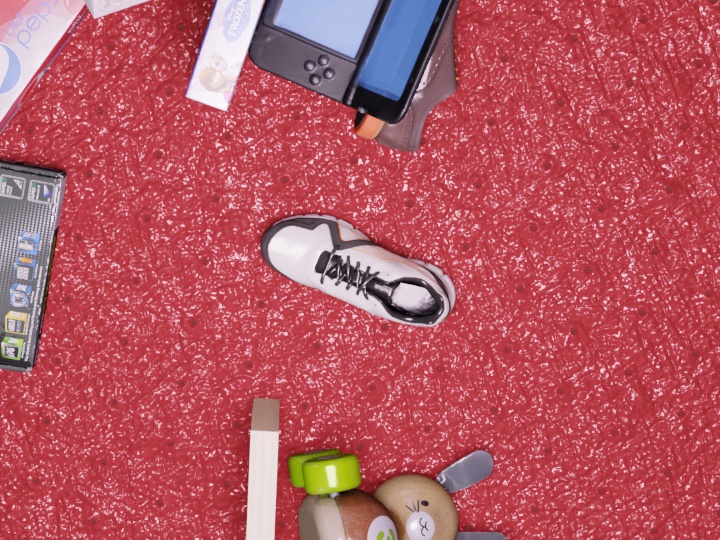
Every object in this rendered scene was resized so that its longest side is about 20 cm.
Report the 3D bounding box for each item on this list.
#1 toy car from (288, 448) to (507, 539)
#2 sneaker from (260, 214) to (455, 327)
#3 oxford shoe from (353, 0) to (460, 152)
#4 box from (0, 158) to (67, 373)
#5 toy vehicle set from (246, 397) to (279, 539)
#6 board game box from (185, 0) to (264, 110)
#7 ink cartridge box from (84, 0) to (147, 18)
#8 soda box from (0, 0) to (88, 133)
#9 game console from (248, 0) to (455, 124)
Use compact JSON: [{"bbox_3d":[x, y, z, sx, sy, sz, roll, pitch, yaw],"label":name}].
[{"bbox_3d":[0.045,0.247,1.561,0.200,0.158,0.165,-9,89,-12],"label":"toy car"},{"bbox_3d":[0.000,0.000,1.546,0.200,0.080,0.074,18,100,-4],"label":"sneaker"},{"bbox_3d":[0.065,-0.208,1.525,0.072,0.071,0.200,23,106,-15],"label":"oxford shoe"},{"bbox_3d":[-0.393,-0.016,1.543,0.193,0.048,0.200,11,98,-6],"label":"box"},{"bbox_3d":[-0.096,0.235,1.556,0.026,0.124,0.200,2,99,-3],"label":"toy vehicle set"},{"bbox_3d":[-0.105,-0.249,1.439,0.041,0.200,0.200,19,97,-7],"label":"board game box"},{"bbox_3d":[-0.210,-0.301,1.429,0.115,0.068,0.200,-22,63,-18],"label":"ink cartridge box"},{"bbox_3d":[-0.317,-0.217,1.505,0.070,0.063,0.200,36,97,-7],"label":"soda box"},{"bbox_3d":[0.001,-0.254,1.469,0.176,0.116,0.200,24,94,5],"label":"game console"}]
